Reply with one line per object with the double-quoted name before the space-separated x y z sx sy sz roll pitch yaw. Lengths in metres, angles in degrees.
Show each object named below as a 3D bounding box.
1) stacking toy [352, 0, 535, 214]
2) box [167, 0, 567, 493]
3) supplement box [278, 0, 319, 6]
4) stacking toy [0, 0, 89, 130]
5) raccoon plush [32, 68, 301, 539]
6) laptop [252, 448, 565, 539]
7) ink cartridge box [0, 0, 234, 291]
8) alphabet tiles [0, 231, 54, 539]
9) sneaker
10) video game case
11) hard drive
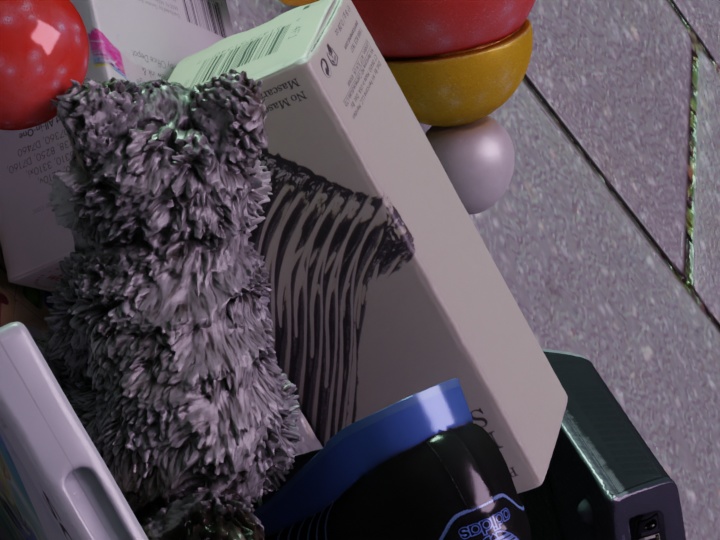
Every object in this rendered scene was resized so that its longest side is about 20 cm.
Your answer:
"stacking toy" 0.039 -0.124 1.425 0.146 0.146 0.200 -50 135 -59
"box" 0.000 0.000 1.117 0.200 0.082 0.068 59 25 -20
"supplement box" -0.077 -0.197 1.185 0.200 0.067 0.069 40 13 3
"stacking toy" -0.141 -0.122 1.036 0.085 0.085 0.200 42 20 -43
"raccoon plush" -0.046 0.022 0.965 0.097 0.134 0.200 -13 40 -29
"laptop" 0.014 0.153 1.171 0.103 0.200 0.178 147 -71 -72
"ink cartridge box" -0.094 -0.051 1.141 0.115 0.068 0.200 17 55 -60
"alphabet tiles" -0.109 0.064 1.118 0.166 0.006 0.200 44 37 -42
"sneaker" 0.008 0.106 1.044 0.070 0.200 0.078 -22 78 -20
"video game case" -0.086 0.106 0.943 0.183 0.022 0.200 60 -14 -2
"hard drive" 0.109 0.143 1.291 0.135 0.042 0.200 -122 -159 -53
